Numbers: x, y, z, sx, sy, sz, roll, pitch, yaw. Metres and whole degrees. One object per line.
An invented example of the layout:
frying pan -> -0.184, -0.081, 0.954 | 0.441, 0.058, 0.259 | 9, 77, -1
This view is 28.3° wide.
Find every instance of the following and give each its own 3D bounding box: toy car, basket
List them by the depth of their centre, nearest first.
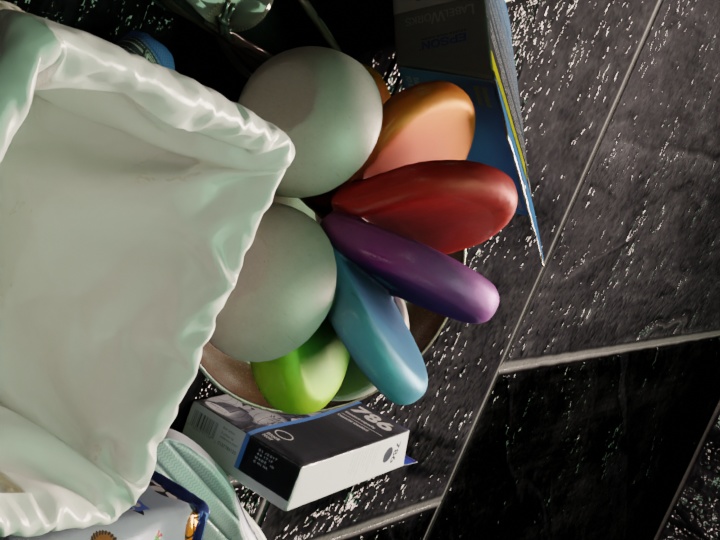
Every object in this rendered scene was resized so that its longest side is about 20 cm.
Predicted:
basket -> -0.165, -0.013, 0.586 | 0.201, 0.160, 0.198 | -65, 155, 4
toy car -> 0.010, -0.014, 0.781 | 0.175, 0.149, 0.202 | 39, 65, -63

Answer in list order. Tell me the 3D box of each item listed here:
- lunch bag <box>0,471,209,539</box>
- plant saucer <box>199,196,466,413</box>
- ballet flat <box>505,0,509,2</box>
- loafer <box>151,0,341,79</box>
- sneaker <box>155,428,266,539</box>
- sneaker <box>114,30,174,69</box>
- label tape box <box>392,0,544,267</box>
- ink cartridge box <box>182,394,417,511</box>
lunch bag -> -0.191, 0.212, 0.799 | 0.169, 0.123, 0.202 | -2, 116, -54
plant saucer -> -0.027, -0.003, 0.918 | 0.198, 0.032, 0.202 | -10, 118, -20
ballet flat -> 0.120, -0.230, 1.054 | 0.199, 0.067, 0.063 | -23, 151, -44
loafer -> -0.058, -0.151, 0.770 | 0.072, 0.063, 0.200 | -60, 155, -4
sneaker -> -0.112, 0.178, 0.988 | 0.073, 0.071, 0.201 | -34, 124, -11
sneaker -> -0.098, -0.054, 0.780 | 0.086, 0.077, 0.200 | -58, 156, -19
label tape box -> 0.066, -0.117, 0.907 | 0.145, 0.063, 0.202 | 64, 20, -54
ink cartridge box -> -0.035, 0.119, 1.046 | 0.200, 0.099, 0.040 | -5, 119, -62
